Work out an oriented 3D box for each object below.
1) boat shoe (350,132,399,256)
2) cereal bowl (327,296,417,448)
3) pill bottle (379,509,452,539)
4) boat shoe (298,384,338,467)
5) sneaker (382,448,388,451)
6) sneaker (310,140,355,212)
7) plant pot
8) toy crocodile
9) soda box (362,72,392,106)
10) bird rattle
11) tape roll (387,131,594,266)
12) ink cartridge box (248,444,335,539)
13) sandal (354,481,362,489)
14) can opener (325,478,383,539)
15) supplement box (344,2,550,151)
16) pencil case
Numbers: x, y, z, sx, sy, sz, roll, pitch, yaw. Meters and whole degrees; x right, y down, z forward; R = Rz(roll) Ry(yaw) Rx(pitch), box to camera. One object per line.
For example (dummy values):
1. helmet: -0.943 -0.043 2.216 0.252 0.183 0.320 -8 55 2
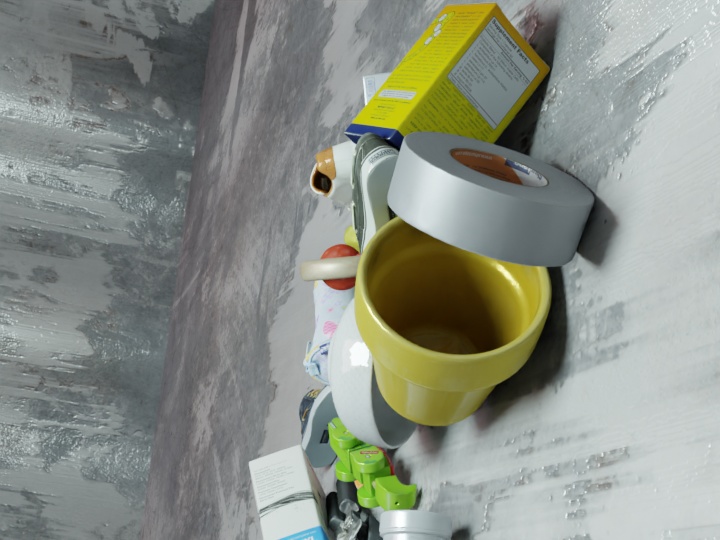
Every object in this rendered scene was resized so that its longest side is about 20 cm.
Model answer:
1. boat shoe: 0.026 -0.059 1.402 0.064 0.070 0.201 -125 25 -47
2. cereal bowl: 0.016 0.110 1.539 0.200 0.083 0.201 4 -90 -67
3. pill bottle: 0.055 0.367 1.388 0.112 0.111 0.201 138 140 -63
4. boat shoe: -0.052 0.198 1.891 0.201 0.070 0.091 115 154 -42
5. sneaker: 0.034 0.141 1.672 0.078 0.077 0.201 18 116 44
6. sneaker: -0.025 -0.123 1.752 0.200 0.084 0.073 76 -177 -68
7. plant pot: 0.089 0.065 1.368 0.189 0.199 0.202 97 172 -52
8. toy crocodile: 0.008 0.246 1.638 0.200 0.061 0.068 -143 43 -61
9. soda box: 0.044 -0.163 1.713 0.068 0.063 0.201 -66 -29 -84
10. bird rattle: 0.000 0.000 1.735 0.200 0.162 0.113 -133 35 -79
11. tape roll: 0.129 -0.074 1.281 0.200 0.199 0.066 -119 44 -64
12. ink cartridge box: -0.081 0.361 1.744 0.200 0.084 0.146 -108 -2 -50
13. sandal: 0.001 0.195 1.750 0.079 0.059 0.208 -176 97 -73
14. can opener: -0.007 0.335 1.710 0.053 0.067 0.200 -57 7 5
15. supplement box: 0.098 -0.191 1.442 0.200 0.109 0.109 -52 28 -11
16. pencil case: -0.030 0.075 1.835 0.090 0.083 0.200 -22 33 20
